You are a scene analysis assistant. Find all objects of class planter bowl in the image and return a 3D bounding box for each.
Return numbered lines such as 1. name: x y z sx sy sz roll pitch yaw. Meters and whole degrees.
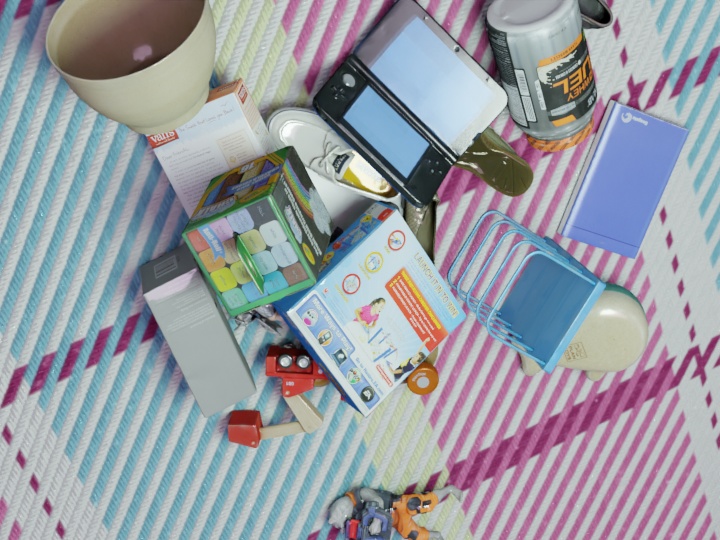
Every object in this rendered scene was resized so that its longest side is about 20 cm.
1. planter bowl: -0.255 -0.250 1.368 0.198 0.202 0.136 -26 142 -5

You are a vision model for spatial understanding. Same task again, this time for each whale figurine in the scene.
1. whale figurine: 0.324 0.089 1.704 0.197 0.104 0.161 -19 117 19

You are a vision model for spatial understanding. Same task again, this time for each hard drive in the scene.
1. hard drive: 0.379 -0.129 1.665 0.130 0.025 0.203 15 105 -20

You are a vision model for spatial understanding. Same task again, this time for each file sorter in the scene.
1. file sorter: 0.217 0.020 1.580 0.121 0.200 0.140 27 101 -20

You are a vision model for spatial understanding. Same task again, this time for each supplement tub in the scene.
1. supplement tub: 0.242 -0.264 1.512 0.121 0.123 0.202 -28 130 -4

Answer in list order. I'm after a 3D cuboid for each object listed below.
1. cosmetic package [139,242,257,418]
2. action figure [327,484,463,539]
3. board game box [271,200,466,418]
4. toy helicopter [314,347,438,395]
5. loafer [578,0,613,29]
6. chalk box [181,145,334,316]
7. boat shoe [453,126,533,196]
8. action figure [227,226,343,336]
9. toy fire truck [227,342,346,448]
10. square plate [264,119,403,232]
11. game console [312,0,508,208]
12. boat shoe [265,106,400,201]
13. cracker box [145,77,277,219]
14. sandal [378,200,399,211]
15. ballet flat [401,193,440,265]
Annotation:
1. cosmetic package: -0.216 0.080 1.531 0.089 0.107 0.202 -27 116 -3
2. action figure: 0.041 0.380 1.739 0.190 0.106 0.202 7 135 -11
3. board game box: 0.014 0.051 1.508 0.196 0.056 0.201 -43 120 -13
4. toy helicopter: 0.012 0.116 1.628 0.196 0.079 0.134 -14 120 3
5. loafer: 0.258 -0.387 1.516 0.198 0.063 0.072 33 99 -23
6. chalk box: -0.122 -0.038 1.363 0.122 0.201 0.126 -21 112 18
7. boat shoe: 0.151 -0.177 1.573 0.199 0.063 0.074 31 111 -16
8. action figure: -0.102 0.010 1.531 0.200 0.070 0.130 -44 120 10
9. toy fire truck: -0.084 0.175 1.603 0.196 0.049 0.144 3 108 3
10. square plate: -0.035 -0.109 1.555 0.194 0.028 0.204 -4 110 -14
11. game console: 0.066 -0.214 1.469 0.200 0.171 0.118 42 133 -8
12. boat shoe: -0.031 -0.145 1.486 0.198 0.070 0.072 30 99 -18
13. cracker box: -0.170 -0.126 1.471 0.132 0.058 0.202 -17 116 17
14. sandal: 0.000 0.000 1.564 0.076 0.042 0.203 8 103 -64
15. ballet flat: 0.085 -0.036 1.592 0.067 0.046 0.204 -22 122 -47
